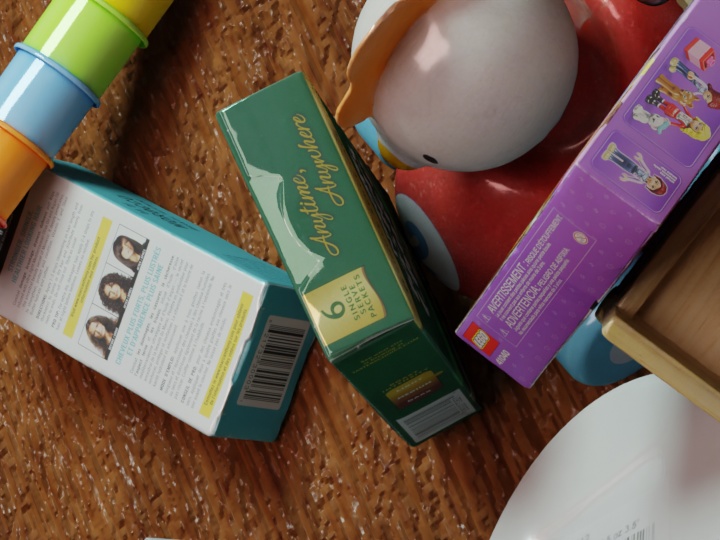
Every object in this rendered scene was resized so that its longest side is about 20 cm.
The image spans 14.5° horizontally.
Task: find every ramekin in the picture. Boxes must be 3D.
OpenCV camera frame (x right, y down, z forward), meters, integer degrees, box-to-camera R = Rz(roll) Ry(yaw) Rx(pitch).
[{"bbox_3d":[0.128,0.138,1.122,0.200,0.098,0.201,-43,33,36],"label":"ramekin"}]

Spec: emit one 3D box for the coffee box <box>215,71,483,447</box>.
[{"bbox_3d":[0.000,0.000,1.232,0.044,0.200,0.123,-25,72,4],"label":"coffee box"}]

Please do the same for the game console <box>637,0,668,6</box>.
[{"bbox_3d":[0.136,-0.226,1.077,0.172,0.119,0.200,-24,48,-8],"label":"game console"}]

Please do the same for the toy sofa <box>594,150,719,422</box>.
[{"bbox_3d":[0.175,-0.037,1.030,0.083,0.098,0.200,36,102,-2],"label":"toy sofa"}]

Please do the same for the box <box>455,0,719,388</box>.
[{"bbox_3d":[0.119,-0.062,1.055,0.039,0.200,0.137,37,148,3],"label":"box"}]

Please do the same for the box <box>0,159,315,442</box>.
[{"bbox_3d":[-0.112,0.011,1.424,0.200,0.049,0.083,27,100,39],"label":"box"}]

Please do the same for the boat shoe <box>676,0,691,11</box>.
[{"bbox_3d":[0.145,-0.153,1.187,0.200,0.073,0.063,44,133,6],"label":"boat shoe"}]

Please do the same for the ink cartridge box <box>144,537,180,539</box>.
[{"bbox_3d":[-0.020,0.199,1.221,0.083,0.200,0.147,15,94,40],"label":"ink cartridge box"}]

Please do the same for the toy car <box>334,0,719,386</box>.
[{"bbox_3d":[0.048,-0.071,1.204,0.177,0.200,0.184,-54,54,20],"label":"toy car"}]

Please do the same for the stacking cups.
[{"bbox_3d":[-0.160,-0.081,1.431,0.060,0.060,0.200,26,81,39],"label":"stacking cups"}]
